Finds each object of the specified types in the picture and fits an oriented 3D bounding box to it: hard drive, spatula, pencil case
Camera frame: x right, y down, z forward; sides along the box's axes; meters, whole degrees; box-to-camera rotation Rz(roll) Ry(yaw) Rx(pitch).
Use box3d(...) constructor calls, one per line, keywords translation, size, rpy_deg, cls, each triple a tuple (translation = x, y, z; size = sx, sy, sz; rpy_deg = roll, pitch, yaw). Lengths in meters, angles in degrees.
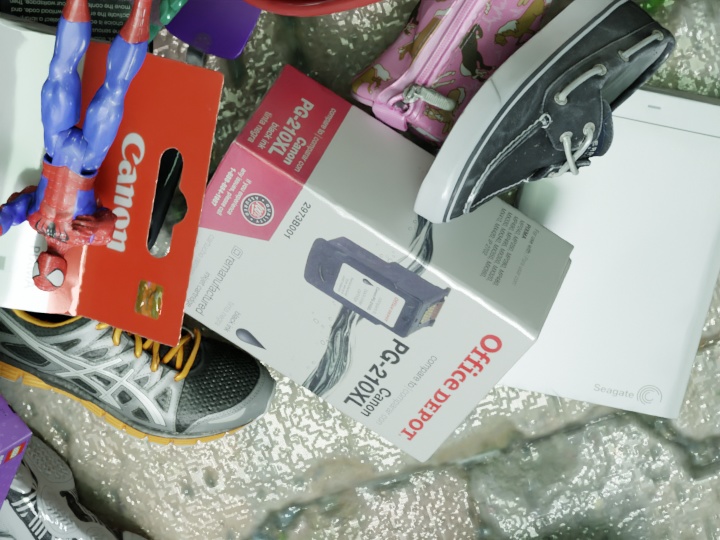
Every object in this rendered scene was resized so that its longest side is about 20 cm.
box3d(translation=(0.157, -0.015, 0.952), size=(0.131, 0.027, 0.201), rpy_deg=(11, 108, -2), cls="hard drive")
box3d(translation=(-0.106, -0.100, 0.934), size=(0.056, 0.021, 0.201), rpy_deg=(25, 111, 13), cls="spatula")
box3d(translation=(0.077, -0.163, 0.874), size=(0.083, 0.087, 0.200), rpy_deg=(24, 106, -35), cls="pencil case")

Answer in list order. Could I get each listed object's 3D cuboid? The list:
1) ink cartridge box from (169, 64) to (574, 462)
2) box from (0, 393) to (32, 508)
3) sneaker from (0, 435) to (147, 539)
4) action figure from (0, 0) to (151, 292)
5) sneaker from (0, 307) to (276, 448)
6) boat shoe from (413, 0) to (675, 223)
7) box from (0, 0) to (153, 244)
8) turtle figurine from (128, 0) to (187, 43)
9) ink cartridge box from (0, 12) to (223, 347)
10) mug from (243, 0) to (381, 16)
box3d(translation=(0.000, 0.000, 0.896), size=(0.199, 0.085, 0.145), rpy_deg=(32, 136, -4), cls="ink cartridge box")
box3d(translation=(-0.271, 0.105, 0.921), size=(0.137, 0.039, 0.200), rpy_deg=(47, 138, 13), cls="box")
box3d(translation=(-0.215, 0.192, 1.001), size=(0.115, 0.075, 0.200), rpy_deg=(-43, 105, 10), cls="sneaker")
box3d(translation=(-0.153, -0.057, 0.777), size=(0.065, 0.099, 0.201), rpy_deg=(20, 126, 3), cls="action figure")
box3d(translation=(-0.147, 0.045, 0.942), size=(0.199, 0.079, 0.077), rpy_deg=(16, 135, -4), cls="sneaker")
box3d(translation=(0.107, -0.084, 0.854), size=(0.068, 0.200, 0.072), rpy_deg=(37, 145, 13), cls="boat shoe")
box3d(translation=(-0.195, -0.114, 0.919), size=(0.142, 0.036, 0.201), rpy_deg=(4, 104, 5), cls="box")
box3d(translation=(-0.170, -0.207, 0.815), size=(0.200, 0.150, 0.101), rpy_deg=(41, 86, -12), cls="turtle figurine")
box3d(translation=(-0.185, -0.056, 0.860), size=(0.199, 0.057, 0.163), rpy_deg=(18, 106, 26), cls="ink cartridge box")
box3d(translation=(0.001, -0.222, 0.814), size=(0.199, 0.178, 0.134), rpy_deg=(27, 63, 19), cls="mug")
